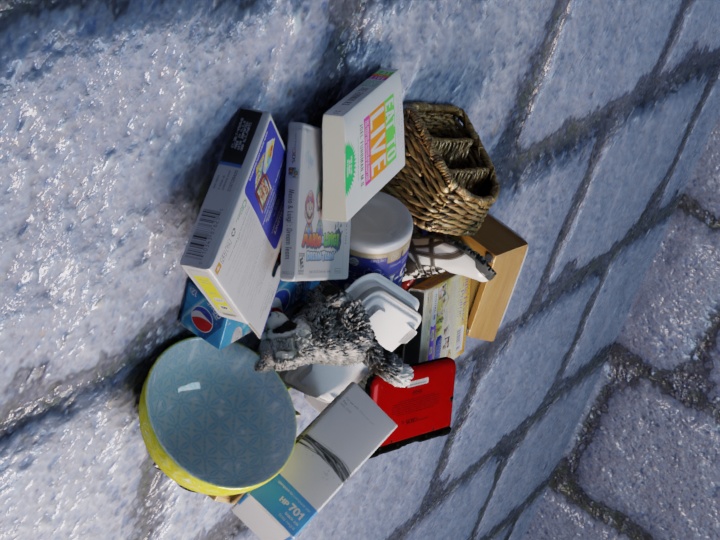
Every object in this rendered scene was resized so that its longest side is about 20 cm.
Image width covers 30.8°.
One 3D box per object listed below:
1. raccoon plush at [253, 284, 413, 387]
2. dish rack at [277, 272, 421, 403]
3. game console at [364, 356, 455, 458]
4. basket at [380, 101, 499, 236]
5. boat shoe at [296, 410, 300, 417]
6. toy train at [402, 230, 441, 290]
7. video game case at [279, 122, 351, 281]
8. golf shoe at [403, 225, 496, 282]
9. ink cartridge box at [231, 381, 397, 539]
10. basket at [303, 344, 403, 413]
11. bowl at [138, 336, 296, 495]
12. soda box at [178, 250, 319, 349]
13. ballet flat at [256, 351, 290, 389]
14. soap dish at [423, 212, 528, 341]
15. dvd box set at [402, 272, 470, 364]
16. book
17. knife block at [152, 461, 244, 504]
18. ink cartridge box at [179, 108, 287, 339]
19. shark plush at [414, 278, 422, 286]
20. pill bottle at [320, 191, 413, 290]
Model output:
[{"bbox_3d":[-0.033,0.109,1.607,0.134,0.200,0.097,-56,-179,-35],"label":"raccoon plush"},{"bbox_3d":[-0.011,0.101,1.752,0.200,0.044,0.172,-43,148,9],"label":"dish rack"},{"bbox_3d":[0.032,0.209,1.892,0.200,0.119,0.172,-8,106,-51],"label":"game console"},{"bbox_3d":[0.128,-0.142,1.846,0.200,0.143,0.149,-6,126,-64],"label":"basket"},{"bbox_3d":[-0.149,0.201,1.792,0.063,0.074,0.201,-64,157,6],"label":"boat shoe"},{"bbox_3d":[0.046,0.002,1.961,0.200,0.085,0.116,-58,172,-1],"label":"toy train"},{"bbox_3d":[-0.049,-0.079,1.584,0.200,0.024,0.182,-1,95,-72],"label":"video game case"},{"bbox_3d":[0.095,-0.014,1.860,0.095,0.200,0.078,-63,158,-2],"label":"golf shoe"},{"bbox_3d":[-0.061,0.252,1.672,0.200,0.086,0.146,-44,177,-22],"label":"ink cartridge box"},{"bbox_3d":[0.030,0.172,2.038,0.200,0.136,0.123,-16,141,-59],"label":"basket"},{"bbox_3d":[-0.188,0.191,1.586,0.200,0.200,0.108,-36,173,-43],"label":"bowl"},{"bbox_3d":[-0.130,0.023,1.609,0.200,0.068,0.064,-31,145,-50],"label":"soda box"},{"bbox_3d":[-0.112,0.133,1.812,0.067,0.067,0.200,-39,178,43],"label":"ballet flat"},{"bbox_3d":[0.176,0.000,2.129,0.081,0.157,0.200,-20,138,-41],"label":"soap dish"},{"bbox_3d":[0.118,0.078,1.999,0.200,0.029,0.146,-25,122,-62],"label":"dvd box set"},{"bbox_3d":[0.001,-0.159,1.608,0.200,0.048,0.134,-50,145,-57],"label":"book"},{"bbox_3d":[-0.171,0.268,1.714,0.064,0.200,0.176,-60,-172,5],"label":"knife block"},{"bbox_3d":[-0.127,-0.050,1.484,0.200,0.047,0.198,70,34,-64],"label":"ink cartridge box"},{"bbox_3d":[0.070,0.080,1.985,0.091,0.083,0.200,-33,-164,28],"label":"shark plush"},{"bbox_3d":[0.000,0.000,1.790,0.120,0.120,0.200,-40,151,-39],"label":"pill bottle"}]
